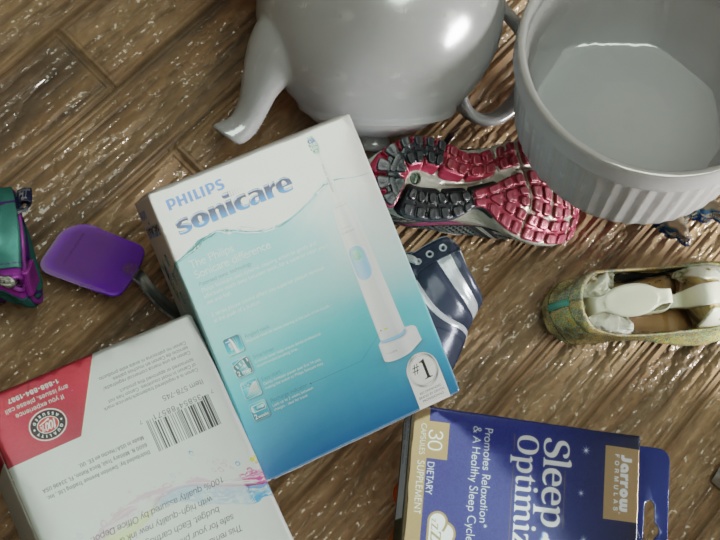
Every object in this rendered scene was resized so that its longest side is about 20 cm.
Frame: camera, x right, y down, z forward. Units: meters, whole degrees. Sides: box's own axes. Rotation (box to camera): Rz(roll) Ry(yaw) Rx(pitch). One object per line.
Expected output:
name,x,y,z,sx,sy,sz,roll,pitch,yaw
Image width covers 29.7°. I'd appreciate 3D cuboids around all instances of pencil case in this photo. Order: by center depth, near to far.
pencil case,-0.316,-0.005,0.905,0.199,0.092,0.085,-9,121,-17

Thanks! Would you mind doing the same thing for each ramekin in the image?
ramekin,0.205,-0.129,0.996,0.199,0.105,0.201,1,64,-2

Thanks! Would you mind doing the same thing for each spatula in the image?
spatula,-0.133,0.027,0.984,0.200,0.021,0.057,32,47,-10

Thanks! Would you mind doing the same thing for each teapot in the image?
teapot,0.017,-0.162,1.016,0.199,0.197,0.147,8,112,18

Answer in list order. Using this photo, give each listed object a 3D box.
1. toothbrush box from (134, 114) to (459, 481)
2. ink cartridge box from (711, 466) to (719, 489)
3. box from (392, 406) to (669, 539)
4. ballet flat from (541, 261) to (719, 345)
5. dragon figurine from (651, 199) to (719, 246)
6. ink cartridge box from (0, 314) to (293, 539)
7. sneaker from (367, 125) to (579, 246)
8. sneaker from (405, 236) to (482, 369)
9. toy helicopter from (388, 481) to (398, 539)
toothbrush box,-0.044,0.017,0.906,0.146,0.085,0.201,-24,96,-15
ink cartridge box,0.390,0.184,1.026,0.200,0.144,0.084,42,69,-1
box,0.124,0.166,0.931,0.199,0.032,0.122,9,72,-11
ballet flat,0.242,0.024,1.071,0.199,0.071,0.071,-4,76,-17
dragon figurine,0.215,-0.104,1.101,0.059,0.100,0.200,-40,70,-20
ink cartridge box,-0.143,0.158,0.880,0.145,0.145,0.201,-22,82,-21
sneaker,0.085,-0.065,1.050,0.199,0.075,0.081,10,82,-27
sneaker,0.000,0.000,1.005,0.200,0.070,0.109,37,72,-9
toy helicopter,0.055,0.206,0.963,0.132,0.079,0.200,46,71,2
